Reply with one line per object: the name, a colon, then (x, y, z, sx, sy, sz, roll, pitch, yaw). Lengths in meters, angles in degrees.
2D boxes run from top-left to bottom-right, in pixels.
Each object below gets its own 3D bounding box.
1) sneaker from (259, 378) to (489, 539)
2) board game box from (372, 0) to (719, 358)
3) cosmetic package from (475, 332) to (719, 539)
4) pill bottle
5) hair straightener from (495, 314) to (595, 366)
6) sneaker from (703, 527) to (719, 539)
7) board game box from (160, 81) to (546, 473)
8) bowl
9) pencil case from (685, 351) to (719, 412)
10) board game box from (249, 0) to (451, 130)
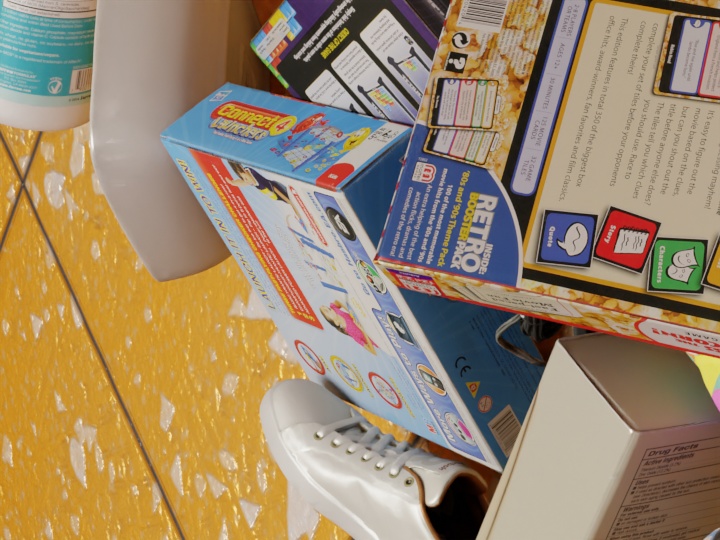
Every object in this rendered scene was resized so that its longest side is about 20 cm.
sneaker: (0.025, 0.118, 1.180, 0.200, 0.073, 0.085, 45, 127, 23)
board game box: (0.122, -0.048, 0.899, 0.200, 0.046, 0.152, 13, 79, 19)
cosmetic package: (0.124, 0.126, 1.030, 0.073, 0.103, 0.200, 51, 135, 41)
pill bottle: (-0.230, -0.212, 1.515, 0.111, 0.111, 0.200, 44, 131, 45)
hair straightener: (0.103, 0.005, 1.027, 0.200, 0.077, 0.041, 90, -162, -69)
sneaker: (0.163, 0.154, 0.904, 0.072, 0.072, 0.200, 63, -172, 18)
board game box: (0.000, 0.000, 1.153, 0.196, 0.056, 0.200, 20, 146, 55)
bowl: (-0.105, -0.111, 1.290, 0.200, 0.075, 0.200, 72, -163, -63)
pencil case: (0.203, 0.070, 0.910, 0.200, 0.088, 0.088, 61, 142, 27)
board game box: (0.036, -0.097, 1.059, 0.165, 0.057, 0.200, 48, 162, -4)
